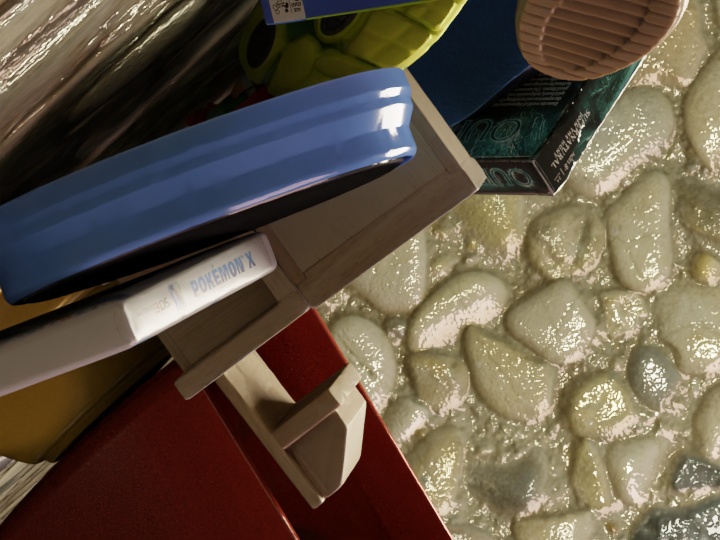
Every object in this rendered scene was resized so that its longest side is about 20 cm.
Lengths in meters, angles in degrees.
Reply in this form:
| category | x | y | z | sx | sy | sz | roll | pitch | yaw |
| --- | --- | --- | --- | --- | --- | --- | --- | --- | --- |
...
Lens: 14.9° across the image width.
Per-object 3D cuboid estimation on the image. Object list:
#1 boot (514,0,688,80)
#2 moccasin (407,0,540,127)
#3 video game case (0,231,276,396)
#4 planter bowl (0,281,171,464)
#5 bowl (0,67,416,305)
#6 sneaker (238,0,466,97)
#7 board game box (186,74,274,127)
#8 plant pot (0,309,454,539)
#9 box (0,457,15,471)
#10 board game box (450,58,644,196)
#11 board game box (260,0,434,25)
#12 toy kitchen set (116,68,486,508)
| category | x | y | z | sx | sy | sz | roll | pitch | yaw |
| --- | --- | --- | --- | --- | --- | --- | --- | --- | --- |
| boot | 0.137 | -0.200 | 1.288 | 0.200 | 0.072 | 0.167 | 120 | -13 | -52 |
| moccasin | 0.094 | -0.148 | 1.380 | 0.199 | 0.081 | 0.068 | -30 | -171 | 11 |
| video game case | -0.154 | 0.037 | 1.211 | 0.199 | 0.022 | 0.182 | -20 | -176 | 19 |
| planter bowl | -0.159 | 0.044 | 1.478 | 0.200 | 0.084 | 0.200 | -42 | 178 | -2 |
| bowl | -0.068 | -0.033 | 1.173 | 0.200 | 0.040 | 0.201 | -20 | 179 | 0 |
| sneaker | 0.030 | -0.145 | 1.258 | 0.200 | 0.074 | 0.084 | -43 | 174 | -7 |
| board game box | -0.038 | -0.104 | 1.397 | 0.200 | 0.039 | 0.158 | -39 | -177 | -31 |
| plant pot | -0.082 | 0.150 | 1.509 | 0.176 | 0.200 | 0.200 | -31 | -178 | 19 |
| box | -0.197 | 0.064 | 1.707 | 0.158 | 0.048 | 0.200 | -42 | 179 | 10 |
| board game box | 0.053 | -0.096 | 1.452 | 0.199 | 0.028 | 0.136 | 3 | -131 | 45 |
| board game box | 0.057 | -0.152 | 1.098 | 0.134 | 0.045 | 0.200 | -6 | -164 | 27 |
| toy kitchen set | 0.000 | 0.000 | 1.378 | 0.180 | 0.163 | 0.200 | -36 | -177 | 13 |
